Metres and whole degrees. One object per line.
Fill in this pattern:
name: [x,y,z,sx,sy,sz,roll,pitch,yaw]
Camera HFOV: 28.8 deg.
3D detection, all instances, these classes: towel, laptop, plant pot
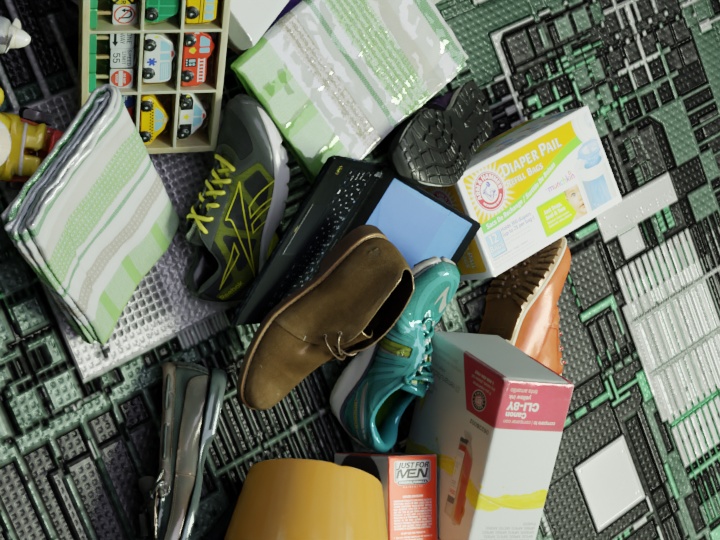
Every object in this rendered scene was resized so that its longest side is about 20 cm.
towel: [-0.214,-0.040,1.175,0.150,0.030,0.201,-58,155,-22]
laptop: [0.000,0.000,1.299,0.178,0.103,0.200,-58,163,11]
towel: [-0.009,-0.191,1.287,0.200,0.031,0.150,-42,109,-18]
plant pot: [-0.050,0.273,1.245,0.198,0.199,0.186,21,64,-29]

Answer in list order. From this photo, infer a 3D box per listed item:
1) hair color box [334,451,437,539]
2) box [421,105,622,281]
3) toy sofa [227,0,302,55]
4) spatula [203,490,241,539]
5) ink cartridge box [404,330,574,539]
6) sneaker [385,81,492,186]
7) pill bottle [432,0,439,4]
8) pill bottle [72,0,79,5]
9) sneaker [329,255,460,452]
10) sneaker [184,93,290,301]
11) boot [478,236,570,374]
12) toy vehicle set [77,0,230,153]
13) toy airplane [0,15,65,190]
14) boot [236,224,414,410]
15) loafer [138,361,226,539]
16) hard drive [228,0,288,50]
hair color box: [0.024,0.276,1.339,0.061,0.101,0.203,3,83,-32]
box: [0.156,-0.078,1.453,0.199,0.101,0.114,-30,102,-31]
toy sofa: [-0.053,-0.215,1.333,0.199,0.097,0.084,33,70,-25]
spatula: [-0.154,0.271,1.271,0.057,0.020,0.200,51,62,-17]
ink cartridge box: [0.112,0.176,1.344,0.082,0.145,0.203,5,103,-29]
sneaker: [0.059,-0.119,1.373,0.200,0.087,0.077,-40,109,-58]
pill bottle: [0.059,-0.325,1.404,0.199,0.114,0.115,-37,105,-30]
pill bottle: [-0.190,-0.330,1.244,0.113,0.113,0.202,30,71,-27]
sneaker: [0.047,0.081,1.332,0.077,0.080,0.202,9,114,-43]
sneaker: [-0.115,-0.057,1.261,0.084,0.074,0.203,-13,118,-30]
boot: [0.182,0.061,1.481,0.107,0.075,0.202,34,77,-29]
toy vehicle set: [-0.177,-0.184,1.195,0.123,0.202,0.027,-5,46,-16]
toy airplane: [-0.325,-0.109,1.120,0.198,0.141,0.201,-38,112,-19]
boot: [-0.032,0.056,1.252,0.200,0.075,0.073,-49,143,6]
loafer: [-0.171,0.179,1.251,0.062,0.072,0.203,16,70,-10]
hard drive: [-0.089,-0.311,1.249,0.132,0.026,0.201,53,51,-28]
